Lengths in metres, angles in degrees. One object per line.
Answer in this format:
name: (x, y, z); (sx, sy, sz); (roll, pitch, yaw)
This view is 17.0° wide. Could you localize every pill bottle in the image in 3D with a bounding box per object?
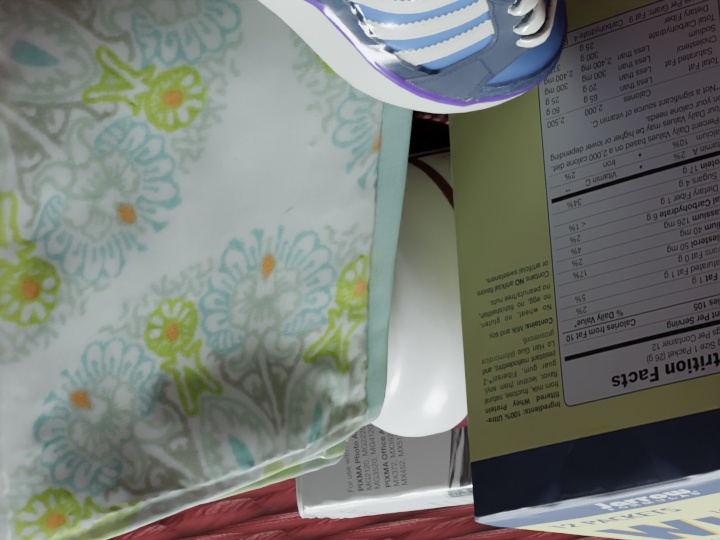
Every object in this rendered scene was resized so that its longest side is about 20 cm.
pill bottle: (0.050, 0.004, 0.987); (0.199, 0.114, 0.113); (-12, 171, -28)

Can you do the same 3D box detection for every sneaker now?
sneaker: (0.047, -0.107, 0.709); (0.146, 0.081, 0.200); (-9, 159, 36)

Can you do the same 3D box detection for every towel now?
towel: (-0.060, -0.011, 0.800); (0.170, 0.201, 0.048); (-16, -151, -38)

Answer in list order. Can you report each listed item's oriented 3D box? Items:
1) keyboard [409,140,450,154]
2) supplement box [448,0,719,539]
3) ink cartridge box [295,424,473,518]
keyboard: (0.000, 0.000, 1.125); (0.127, 0.021, 0.200); (3, 150, -41)
supplement box: (0.146, -0.009, 0.868); (0.134, 0.201, 0.199); (-16, 160, 42)
ink cartridge box: (0.071, 0.076, 1.248); (0.198, 0.084, 0.145); (-8, 172, 8)
